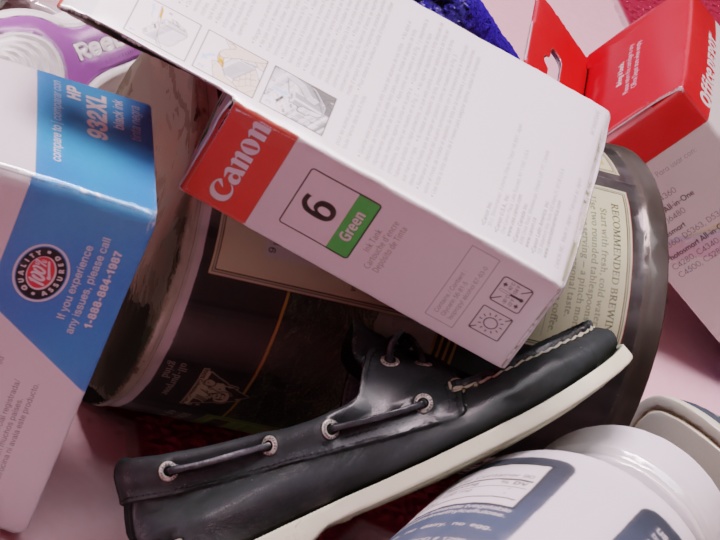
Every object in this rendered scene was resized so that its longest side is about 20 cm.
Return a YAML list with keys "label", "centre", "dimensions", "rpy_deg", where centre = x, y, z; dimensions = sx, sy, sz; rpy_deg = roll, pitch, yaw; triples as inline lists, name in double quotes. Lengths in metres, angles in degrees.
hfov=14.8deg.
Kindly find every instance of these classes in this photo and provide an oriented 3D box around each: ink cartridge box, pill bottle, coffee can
- label: "ink cartridge box"
  centre: [0.162, -0.050, 1.305]
  dimensions: [0.200, 0.067, 0.116]
  rpy_deg: [49, 24, -18]
- label: "pill bottle"
  centre: [0.058, 0.131, 0.963]
  dimensions: [0.119, 0.120, 0.200]
  rpy_deg: [34, 30, 13]
- label: "coffee can"
  centre: [0.000, 0.000, 1.099]
  dimensions: [0.199, 0.147, 0.147]
  rpy_deg: [13, 32, -22]
- label: "ink cartridge box"
  centre: [-0.013, -0.058, 0.996]
  dimensions: [0.199, 0.050, 0.109]
  rpy_deg: [28, 39, -7]
- label: "ink cartridge box"
  centre: [-0.188, -0.010, 0.968]
  dimensions: [0.199, 0.145, 0.084]
  rpy_deg: [17, 30, -16]

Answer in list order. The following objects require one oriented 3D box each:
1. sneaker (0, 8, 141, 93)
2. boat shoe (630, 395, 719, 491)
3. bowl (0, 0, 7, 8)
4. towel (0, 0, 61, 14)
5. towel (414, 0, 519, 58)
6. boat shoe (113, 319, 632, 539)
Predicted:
- label: "sneaker"
  centre: [-0.106, -0.083, 1.179]
  dimensions: [0.199, 0.100, 0.075]
  rpy_deg: [-13, 79, -27]
- label: "boat shoe"
  centre: [0.184, 0.125, 1.117]
  dimensions: [0.062, 0.075, 0.200]
  rpy_deg: [-13, 49, -46]
- label: "bowl"
  centre: [-0.190, -0.154, 1.183]
  dimensions: [0.105, 0.201, 0.201]
  rpy_deg: [42, 27, -12]
- label: "towel"
  centre: [-0.134, -0.153, 1.357]
  dimensions: [0.200, 0.032, 0.191]
  rpy_deg: [30, 30, 8]
- label: "towel"
  centre: [0.031, -0.121, 1.316]
  dimensions: [0.148, 0.050, 0.200]
  rpy_deg: [39, -2, 26]
- label: "boat shoe"
  centre: [0.002, 0.053, 1.004]
  dimensions: [0.066, 0.199, 0.075]
  rpy_deg: [63, -8, 4]
